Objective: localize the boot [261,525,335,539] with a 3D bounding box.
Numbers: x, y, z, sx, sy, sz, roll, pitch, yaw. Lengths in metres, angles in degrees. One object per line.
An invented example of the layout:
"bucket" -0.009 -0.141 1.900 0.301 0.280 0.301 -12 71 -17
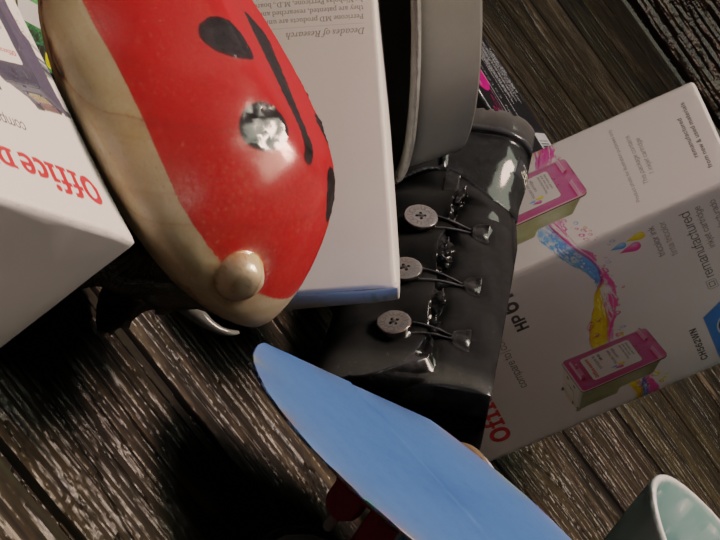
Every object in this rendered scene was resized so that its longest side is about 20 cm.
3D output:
"boot" -0.023 0.144 0.905 0.200 0.070 0.132 53 8 -37

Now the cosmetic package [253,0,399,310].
"cosmetic package" -0.029 -0.084 1.094 0.108 0.084 0.202 66 18 -88

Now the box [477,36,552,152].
"box" 0.035 -0.084 1.415 0.201 0.114 0.132 59 15 6

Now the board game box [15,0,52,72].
"board game box" -0.162 -0.142 1.008 0.200 0.023 0.106 26 70 -61

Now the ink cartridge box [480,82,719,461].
"ink cartridge box" 0.123 0.005 1.299 0.145 0.199 0.085 58 12 -45

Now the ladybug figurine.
"ladybug figurine" -0.062 -0.062 0.911 0.136 0.072 0.201 45 14 -46

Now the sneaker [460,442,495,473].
"sneaker" 0.078 0.182 1.086 0.112 0.071 0.201 33 35 -46

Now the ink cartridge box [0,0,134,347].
"ink cartridge box" -0.180 -0.078 0.814 0.201 0.084 0.145 62 17 18

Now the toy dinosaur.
"toy dinosaur" -0.132 -0.044 0.950 0.201 0.077 0.102 53 3 7

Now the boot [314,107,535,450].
"boot" 0.001 0.000 1.200 0.066 0.163 0.201 73 22 -47

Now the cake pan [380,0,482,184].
"cake pan" 0.026 -0.144 1.151 0.200 0.036 0.202 176 -90 -82

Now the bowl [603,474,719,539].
"bowl" 0.168 0.219 1.216 0.201 0.105 0.201 49 18 -22

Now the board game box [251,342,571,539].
"board game box" 0.023 0.106 0.985 0.199 0.039 0.158 28 13 -45
